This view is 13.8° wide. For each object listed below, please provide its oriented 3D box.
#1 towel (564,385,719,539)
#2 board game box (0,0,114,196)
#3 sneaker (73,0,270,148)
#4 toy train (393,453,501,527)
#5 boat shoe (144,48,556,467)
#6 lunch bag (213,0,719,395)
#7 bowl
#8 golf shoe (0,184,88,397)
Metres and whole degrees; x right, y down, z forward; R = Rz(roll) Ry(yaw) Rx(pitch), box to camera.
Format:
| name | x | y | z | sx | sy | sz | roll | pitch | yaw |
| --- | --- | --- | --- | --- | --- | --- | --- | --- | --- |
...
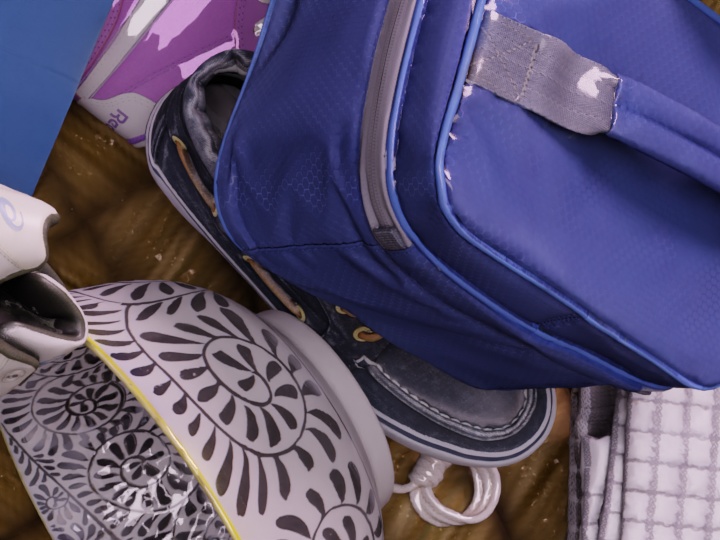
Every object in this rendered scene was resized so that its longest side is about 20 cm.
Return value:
| name | x | y | z | sx | sy | sz | roll | pitch | yaw |
| --- | --- | --- | --- | --- | --- | --- | --- | --- | --- |
| towel | 0.164 | 0.132 | 1.198 | 0.165 | 0.086 | 0.201 | 3 | 87 | -7 |
| board game box | -0.175 | -0.114 | 1.135 | 0.157 | 0.200 | 0.039 | 24 | 41 | -5 |
| sneaker | -0.040 | -0.134 | 1.194 | 0.200 | 0.073 | 0.114 | -44 | 97 | 1 |
| toy train | 0.030 | -0.003 | 1.198 | 0.150 | 0.056 | 0.201 | 17 | 83 | -7 |
| boat shoe | 0.000 | 0.000 | 1.120 | 0.200 | 0.091 | 0.071 | 42 | 77 | -4 |
| lunch bag | 0.067 | -0.036 | 1.050 | 0.200 | 0.132 | 0.137 | 28 | 71 | -38 |
| bowl | -0.050 | 0.075 | 1.119 | 0.094 | 0.201 | 0.201 | -32 | 91 | -24 |
| golf shoe | -0.144 | 0.032 | 1.038 | 0.097 | 0.200 | 0.079 | 8 | 59 | 1 |
